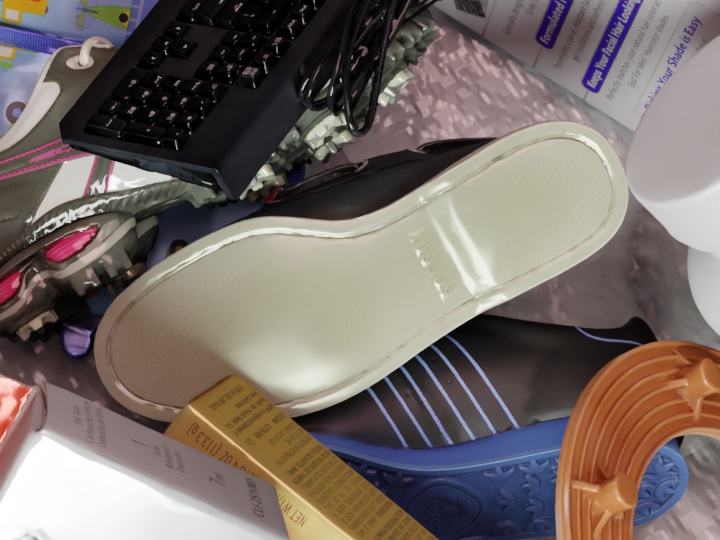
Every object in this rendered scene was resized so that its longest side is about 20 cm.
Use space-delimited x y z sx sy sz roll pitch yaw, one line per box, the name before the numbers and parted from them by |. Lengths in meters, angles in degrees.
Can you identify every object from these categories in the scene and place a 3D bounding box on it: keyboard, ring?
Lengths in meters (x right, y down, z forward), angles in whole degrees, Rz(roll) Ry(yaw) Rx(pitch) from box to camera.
keyboard | -0.017 -0.109 0.870 0.104 0.040 0.200 15 53 26
ring | 0.141 0.117 0.879 0.200 0.019 0.201 28 49 -37

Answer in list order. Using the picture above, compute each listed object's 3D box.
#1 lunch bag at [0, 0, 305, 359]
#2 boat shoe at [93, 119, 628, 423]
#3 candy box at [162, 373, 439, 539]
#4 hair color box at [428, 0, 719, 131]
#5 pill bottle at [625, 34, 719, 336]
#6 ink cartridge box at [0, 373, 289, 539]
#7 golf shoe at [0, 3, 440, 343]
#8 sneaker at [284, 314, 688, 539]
lunch bag | -0.094 -0.064 0.966 0.150 0.094 0.201 12 80 -4
boat shoe | -0.001 -0.002 0.911 0.199 0.066 0.075 -28 97 2
candy box | -0.007 0.145 0.862 0.200 0.056 0.117 39 106 6
hair color box | 0.123 -0.108 0.981 0.200 0.109 0.065 32 61 6
pill bottle | 0.189 0.003 0.900 0.200 0.113 0.113 41 66 -25
ink cartridge box | -0.145 0.124 0.810 0.173 0.044 0.200 26 106 -18
golf shoe | -0.068 -0.055 0.895 0.200 0.077 0.088 -31 85 -1
sneaker | 0.021 0.058 0.935 0.199 0.070 0.078 -2 43 1
